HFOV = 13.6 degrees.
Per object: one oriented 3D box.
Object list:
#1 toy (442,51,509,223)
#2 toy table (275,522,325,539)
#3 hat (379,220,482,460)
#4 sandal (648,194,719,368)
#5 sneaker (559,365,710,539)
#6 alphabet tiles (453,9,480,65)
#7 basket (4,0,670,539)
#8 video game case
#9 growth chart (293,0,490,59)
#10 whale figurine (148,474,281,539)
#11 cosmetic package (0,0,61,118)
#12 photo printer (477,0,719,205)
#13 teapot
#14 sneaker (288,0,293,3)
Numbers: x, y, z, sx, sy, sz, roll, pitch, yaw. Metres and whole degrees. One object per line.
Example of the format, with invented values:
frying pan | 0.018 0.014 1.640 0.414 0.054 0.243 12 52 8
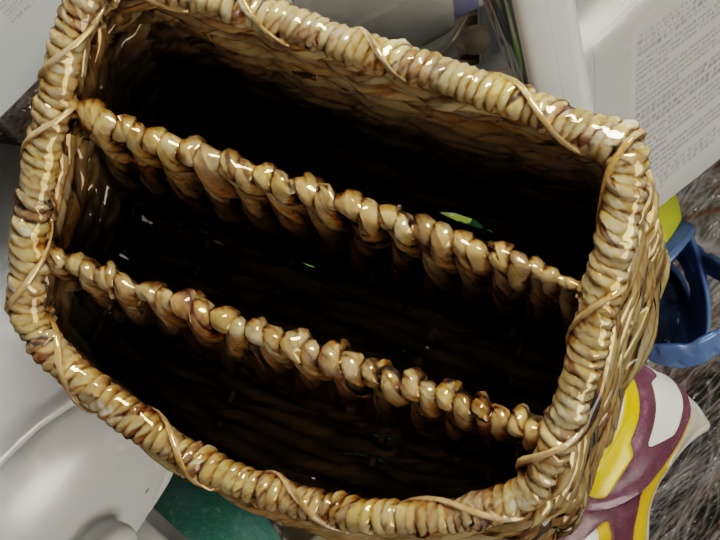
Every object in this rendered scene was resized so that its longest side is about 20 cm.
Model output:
toy | 0.016 -0.030 1.189 0.115 0.047 0.200 -21 -168 21
toy table | 0.029 0.119 1.443 0.117 0.184 0.200 -35 -174 -4
hat | 0.000 0.000 1.222 0.165 0.200 0.176 -35 143 6
sandal | 0.139 0.018 1.514 0.079 0.087 0.200 -45 178 -9
sneaker | 0.074 0.126 1.312 0.090 0.075 0.200 21 115 -40
alphabet tiles | 0.061 -0.065 1.407 0.166 0.006 0.200 -5 132 -55
basket | -0.014 0.006 0.962 0.149 0.199 0.143 59 53 -74
video game case | 0.036 -0.158 1.000 0.023 0.182 0.200 -16 137 -1
growth chart | 0.006 -0.125 1.182 0.144 0.018 0.200 -24 148 -15
whale figurine | -0.065 0.177 1.278 0.103 0.201 0.159 -22 165 3
cosmetic package | -0.085 -0.147 0.975 0.200 0.051 0.083 -45 129 -5
photo printer | 0.127 -0.111 1.354 0.166 0.069 0.200 -38 152 -18
teapot | -0.134 0.062 1.116 0.200 0.146 0.198 -25 147 -41
sneaker | -0.047 -0.085 1.093 0.066 0.091 0.200 -17 147 -14
